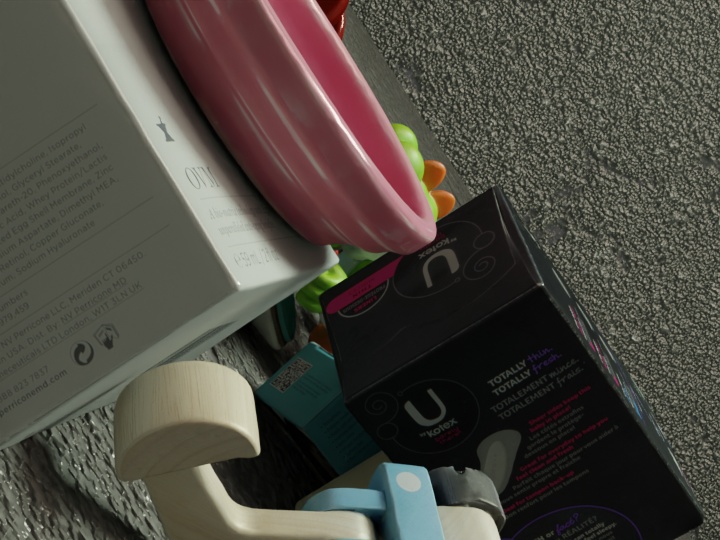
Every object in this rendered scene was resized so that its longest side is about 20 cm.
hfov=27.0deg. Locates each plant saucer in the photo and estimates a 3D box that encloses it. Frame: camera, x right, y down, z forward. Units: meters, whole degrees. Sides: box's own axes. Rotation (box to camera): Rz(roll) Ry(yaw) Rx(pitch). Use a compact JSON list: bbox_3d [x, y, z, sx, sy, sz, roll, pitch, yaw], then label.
[{"bbox_3d":[-0.037,-0.088,0.670,0.201,0.051,0.201,56,8,-13],"label":"plant saucer"}]

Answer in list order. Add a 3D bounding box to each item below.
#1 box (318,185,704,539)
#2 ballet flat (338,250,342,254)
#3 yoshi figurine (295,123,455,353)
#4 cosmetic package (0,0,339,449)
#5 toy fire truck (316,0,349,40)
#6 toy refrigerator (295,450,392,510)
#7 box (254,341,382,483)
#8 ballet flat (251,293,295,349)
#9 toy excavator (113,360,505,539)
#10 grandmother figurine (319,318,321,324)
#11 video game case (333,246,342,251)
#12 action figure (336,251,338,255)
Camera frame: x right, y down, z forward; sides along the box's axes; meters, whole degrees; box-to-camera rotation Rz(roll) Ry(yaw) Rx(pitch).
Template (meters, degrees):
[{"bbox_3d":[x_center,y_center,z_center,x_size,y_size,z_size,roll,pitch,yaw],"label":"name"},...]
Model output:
[{"bbox_3d":[0.084,0.075,0.827,0.200,0.122,0.106,52,12,-32],"label":"box"},{"bbox_3d":[0.025,0.056,1.242,0.200,0.074,0.074,57,10,-19],"label":"ballet flat"},{"bbox_3d":[-0.015,-0.004,0.944,0.112,0.112,0.201,35,-47,30],"label":"yoshi figurine"},{"bbox_3d":[-0.123,-0.053,0.643,0.200,0.123,0.199,57,10,2],"label":"cosmetic package"},{"bbox_3d":[-0.106,-0.154,0.845,0.168,0.200,0.112,42,-6,2],"label":"toy fire truck"},{"bbox_3d":[0.049,0.201,0.852,0.200,0.076,0.070,55,10,-24],"label":"toy refrigerator"},{"bbox_3d":[0.022,0.139,0.909,0.200,0.049,0.082,54,-12,-23],"label":"box"},{"bbox_3d":[-0.081,-0.047,0.951,0.069,0.069,0.201,-85,171,-74],"label":"ballet flat"},{"bbox_3d":[-0.021,0.131,0.664,0.199,0.195,0.100,6,39,-17],"label":"toy excavator"},{"bbox_3d":[0.041,0.076,1.086,0.200,0.061,0.121,40,-17,38],"label":"grandmother figurine"},{"bbox_3d":[-0.064,-0.099,1.019,0.182,0.023,0.200,-15,-67,54],"label":"video game case"},{"bbox_3d":[0.032,-0.014,1.083,0.065,0.099,0.200,26,8,-21],"label":"action figure"}]
